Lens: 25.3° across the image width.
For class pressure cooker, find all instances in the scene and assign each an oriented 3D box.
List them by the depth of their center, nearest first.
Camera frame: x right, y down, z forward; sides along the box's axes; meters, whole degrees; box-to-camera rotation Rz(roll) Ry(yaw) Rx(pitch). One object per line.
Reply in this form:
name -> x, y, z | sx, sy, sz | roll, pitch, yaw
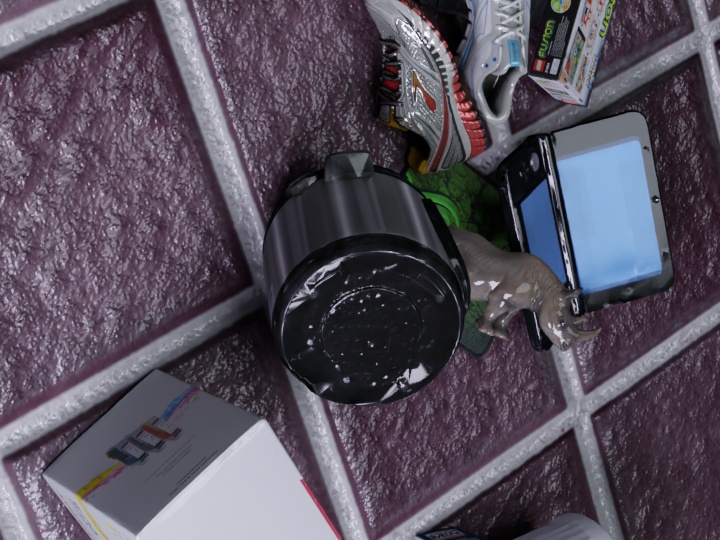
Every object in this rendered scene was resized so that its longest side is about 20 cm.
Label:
pressure cooker -> -0.003, 0.000, 1.441 | 0.178, 0.201, 0.176 | 34, 110, -25

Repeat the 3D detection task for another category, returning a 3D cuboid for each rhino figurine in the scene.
rhino figurine -> 0.141, 0.021, 1.561 | 0.060, 0.198, 0.088 | 11, 101, -76

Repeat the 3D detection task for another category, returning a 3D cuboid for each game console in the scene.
game console -> 0.232, -0.041, 1.635 | 0.176, 0.115, 0.202 | -40, 120, -59

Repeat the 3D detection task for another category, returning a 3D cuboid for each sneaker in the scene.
sneaker -> 0.050, -0.174, 1.512 | 0.082, 0.078, 0.201 | -31, 119, -7
sneaker -> 0.137, -0.231, 1.522 | 0.074, 0.087, 0.202 | -7, 122, -19

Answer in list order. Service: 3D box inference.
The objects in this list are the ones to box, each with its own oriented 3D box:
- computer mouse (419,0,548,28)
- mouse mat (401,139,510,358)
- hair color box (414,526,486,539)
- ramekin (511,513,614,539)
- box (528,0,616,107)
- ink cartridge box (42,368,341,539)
computer mouse -> 0.102, -0.308, 1.540 | 0.198, 0.046, 0.142 | 6, 116, -28
mouse mat -> 0.095, -0.022, 1.619 | 0.199, 0.008, 0.162 | 34, 78, -33
hair color box -> 0.132, 0.331, 1.584 | 0.060, 0.199, 0.101 | -5, 100, -34
ramekin -> 0.203, 0.360, 1.647 | 0.097, 0.200, 0.203 | -12, 105, -25
box -> 0.227, -0.276, 1.624 | 0.110, 0.034, 0.202 | 22, 84, -65
ink cartridge box -> -0.146, 0.200, 1.366 | 0.144, 0.199, 0.146 | -42, 118, -19
